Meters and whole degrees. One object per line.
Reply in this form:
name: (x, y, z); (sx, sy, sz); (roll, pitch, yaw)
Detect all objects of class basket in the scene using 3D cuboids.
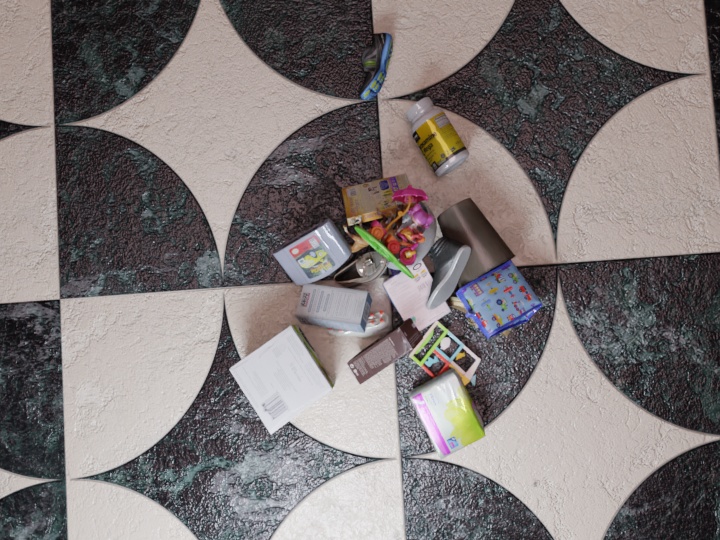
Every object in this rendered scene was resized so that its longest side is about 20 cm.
basket: (0.304, -0.083, 1.679); (0.177, 0.136, 0.204); (-30, 81, 13)

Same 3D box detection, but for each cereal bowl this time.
cereal bowl: (0.134, -0.084, 1.669); (0.083, 0.200, 0.201); (40, 89, -32)

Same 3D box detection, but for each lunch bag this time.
lunch bag: (0.362, 0.086, 1.625); (0.196, 0.095, 0.153); (-20, 65, -28)

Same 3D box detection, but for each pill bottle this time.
pill bottle: (0.212, -0.378, 1.706); (0.111, 0.112, 0.203); (-32, 86, 0)

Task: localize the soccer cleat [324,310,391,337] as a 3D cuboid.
soccer cleat: (-0.006, 0.161, 1.708); (0.194, 0.078, 0.071); (-7, 50, 15)

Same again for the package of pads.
package of pads: (0.243, 0.392, 1.670); (0.152, 0.068, 0.204); (-29, 91, 9)

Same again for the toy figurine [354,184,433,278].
toy figurine: (0.114, -0.115, 1.524); (0.199, 0.150, 0.185); (40, 87, -6)

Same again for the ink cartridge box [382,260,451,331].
ink cartridge box: (0.149, 0.061, 1.701); (0.134, 0.076, 0.204); (-30, 88, -1)

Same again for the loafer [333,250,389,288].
loafer: (0.000, 0.000, 1.655); (0.061, 0.199, 0.074); (4, 67, -37)

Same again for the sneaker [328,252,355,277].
sneaker: (-0.117, -0.048, 1.726); (0.194, 0.060, 0.107); (19, 87, -1)

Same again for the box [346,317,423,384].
box: (0.067, 0.219, 1.646); (0.199, 0.100, 0.076); (-39, 85, 27)

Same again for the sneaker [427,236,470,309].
sneaker: (0.216, 0.000, 1.641); (0.099, 0.070, 0.204); (40, 112, 38)

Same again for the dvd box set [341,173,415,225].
dvd box set: (0.049, -0.201, 1.697); (0.194, 0.030, 0.148); (-14, 41, 1)

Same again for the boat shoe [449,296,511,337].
boat shoe: (0.336, 0.128, 1.692); (0.194, 0.074, 0.068); (20, 82, 3)

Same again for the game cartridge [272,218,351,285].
game cartridge: (-0.128, -0.042, 1.650); (0.197, 0.041, 0.134); (-28, 118, 22)

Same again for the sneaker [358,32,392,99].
sneaker: (0.035, -0.591, 1.751); (0.080, 0.071, 0.206); (16, 86, 17)

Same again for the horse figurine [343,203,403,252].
horse figurine: (0.036, -0.109, 1.640); (0.194, 0.134, 0.051); (-19, 51, 2)

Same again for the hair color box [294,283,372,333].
hair color box: (-0.074, 0.103, 1.673); (0.194, 0.061, 0.102); (7, 67, 19)

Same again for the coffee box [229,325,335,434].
coffee box: (-0.202, 0.287, 1.638); (0.198, 0.198, 0.202); (-35, 85, -2)

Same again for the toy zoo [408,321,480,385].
toy zoo: (0.249, 0.257, 1.714); (0.199, 0.020, 0.132); (41, 89, 4)
